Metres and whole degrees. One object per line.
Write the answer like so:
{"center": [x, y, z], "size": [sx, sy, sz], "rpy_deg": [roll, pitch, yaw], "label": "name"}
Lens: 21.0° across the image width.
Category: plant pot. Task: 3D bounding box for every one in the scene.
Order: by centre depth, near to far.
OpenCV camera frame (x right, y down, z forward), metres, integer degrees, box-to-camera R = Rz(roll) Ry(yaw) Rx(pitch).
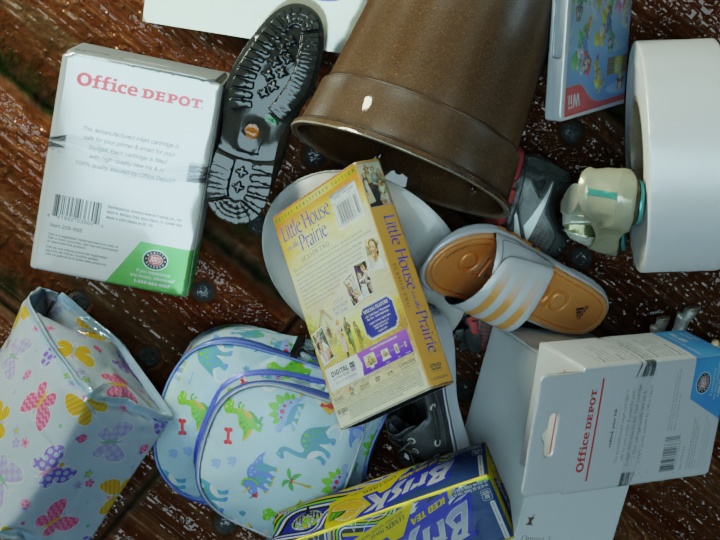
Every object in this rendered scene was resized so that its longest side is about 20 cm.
{"center": [0.071, -0.172, 1.648], "size": [0.200, 0.200, 0.198], "rpy_deg": [23, 83, -3], "label": "plant pot"}

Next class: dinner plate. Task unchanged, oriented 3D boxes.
{"center": [0.000, 0.000, 1.739], "size": [0.200, 0.024, 0.200], "rpy_deg": [13, 127, 18], "label": "dinner plate"}

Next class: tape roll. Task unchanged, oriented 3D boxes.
{"center": [0.270, -0.098, 1.662], "size": [0.071, 0.202, 0.203], "rpy_deg": [-2, 103, 2], "label": "tape roll"}

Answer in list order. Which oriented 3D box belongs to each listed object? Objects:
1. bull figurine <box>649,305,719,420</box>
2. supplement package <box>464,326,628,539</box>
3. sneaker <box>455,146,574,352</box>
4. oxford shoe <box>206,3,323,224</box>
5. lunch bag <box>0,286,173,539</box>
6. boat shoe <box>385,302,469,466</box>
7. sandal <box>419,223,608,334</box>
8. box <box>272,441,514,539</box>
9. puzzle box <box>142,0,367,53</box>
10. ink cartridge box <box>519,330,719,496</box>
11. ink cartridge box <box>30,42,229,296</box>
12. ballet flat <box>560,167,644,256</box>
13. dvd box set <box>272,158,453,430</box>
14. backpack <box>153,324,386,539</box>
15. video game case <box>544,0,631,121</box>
{"center": [0.352, 0.091, 1.774], "size": [0.200, 0.065, 0.121], "rpy_deg": [-6, 99, 1], "label": "bull figurine"}
{"center": [0.169, 0.163, 1.751], "size": [0.117, 0.117, 0.200], "rpy_deg": [6, 106, -31], "label": "supplement package"}
{"center": [0.142, -0.015, 1.752], "size": [0.098, 0.071, 0.201], "rpy_deg": [12, 105, -3], "label": "sneaker"}
{"center": [-0.087, -0.144, 1.724], "size": [0.073, 0.084, 0.200], "rpy_deg": [23, 101, -1], "label": "oxford shoe"}
{"center": [-0.281, 0.131, 1.758], "size": [0.127, 0.200, 0.170], "rpy_deg": [23, 105, -43], "label": "lunch bag"}
{"center": [0.051, 0.129, 1.720], "size": [0.066, 0.070, 0.200], "rpy_deg": [-21, 119, -32], "label": "boat shoe"}
{"center": [0.148, 0.020, 1.697], "size": [0.207, 0.059, 0.079], "rpy_deg": [19, 115, -32], "label": "sandal"}
{"center": [0.028, 0.220, 1.672], "size": [0.200, 0.064, 0.070], "rpy_deg": [-20, 111, 8], "label": "box"}
{"center": [-0.087, -0.271, 1.723], "size": [0.200, 0.025, 0.133], "rpy_deg": [10, 103, 0], "label": "puzzle box"}
{"center": [0.208, 0.119, 1.642], "size": [0.200, 0.067, 0.116], "rpy_deg": [-3, 111, -30], "label": "ink cartridge box"}
{"center": [-0.205, -0.092, 1.740], "size": [0.146, 0.084, 0.200], "rpy_deg": [12, 104, -1], "label": "ink cartridge box"}
{"center": [0.204, -0.053, 1.675], "size": [0.069, 0.200, 0.070], "rpy_deg": [0, 80, 3], "label": "ballet flat"}
{"center": [-0.001, 0.023, 1.643], "size": [0.029, 0.146, 0.200], "rpy_deg": [-12, 78, -36], "label": "dvd box set"}
{"center": [-0.086, 0.146, 1.762], "size": [0.200, 0.147, 0.183], "rpy_deg": [19, 102, 0], "label": "backpack"}
{"center": [0.201, -0.235, 1.665], "size": [0.017, 0.143, 0.200], "rpy_deg": [10, 106, 28], "label": "video game case"}
